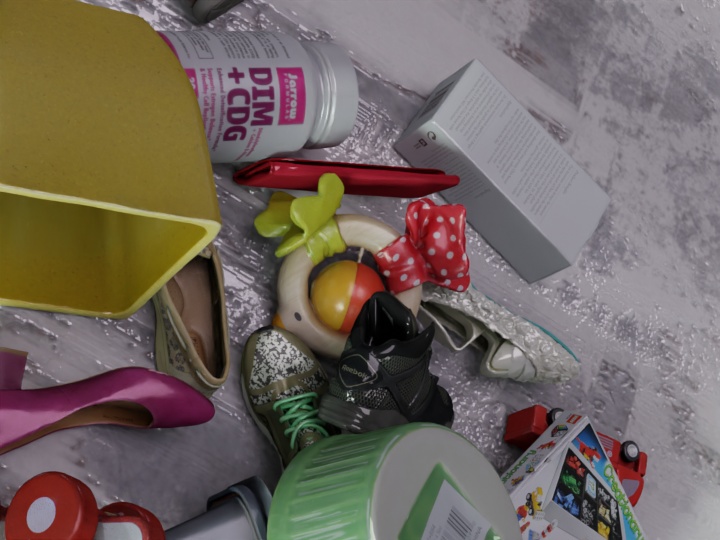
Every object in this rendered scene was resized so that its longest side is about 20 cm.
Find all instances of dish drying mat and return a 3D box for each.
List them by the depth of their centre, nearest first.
[{"bbox_3d":[-0.011,-0.084,1.366,0.199,0.077,0.018,1,81,-32],"label":"dish drying mat"}]

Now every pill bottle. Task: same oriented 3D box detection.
[{"bbox_3d":[-0.108,-0.150,1.304,0.199,0.113,0.114,-6,77,-34],"label":"pill bottle"}]

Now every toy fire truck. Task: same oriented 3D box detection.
[{"bbox_3d":[-0.231,0.234,1.048,0.112,0.199,0.169,41,51,-57],"label":"toy fire truck"},{"bbox_3d":[0.177,0.204,1.402,0.199,0.049,0.142,25,62,-24],"label":"toy fire truck"}]

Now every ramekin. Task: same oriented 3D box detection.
[{"bbox_3d":[0.034,0.211,1.131,0.199,0.097,0.201,24,55,-39],"label":"ramekin"}]

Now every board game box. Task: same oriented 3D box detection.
[{"bbox_3d":[0.194,0.243,1.357,0.126,0.035,0.201,-41,117,-26],"label":"board game box"}]

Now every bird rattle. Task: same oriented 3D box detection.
[{"bbox_3d":[0.000,0.000,1.331,0.199,0.113,0.164,17,92,-20],"label":"bird rattle"}]

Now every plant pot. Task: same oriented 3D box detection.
[{"bbox_3d":[-0.237,-0.099,1.165,0.195,0.194,0.201,9,63,-30],"label":"plant pot"}]

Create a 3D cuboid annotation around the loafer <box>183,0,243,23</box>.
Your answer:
[{"bbox_3d":[-0.094,-0.303,1.399,0.063,0.072,0.200,49,57,1],"label":"loafer"}]

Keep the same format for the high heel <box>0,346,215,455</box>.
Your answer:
[{"bbox_3d":[-0.212,0.123,1.169,0.199,0.068,0.097,10,57,-14],"label":"high heel"}]

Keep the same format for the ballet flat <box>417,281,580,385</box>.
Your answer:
[{"bbox_3d":[0.111,0.060,1.404,0.200,0.072,0.072,36,57,-8],"label":"ballet flat"}]

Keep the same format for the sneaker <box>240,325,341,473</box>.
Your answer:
[{"bbox_3d":[-0.041,0.137,1.250,0.077,0.089,0.201,-20,83,-14],"label":"sneaker"}]

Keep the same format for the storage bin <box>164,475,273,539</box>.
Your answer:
[{"bbox_3d":[-0.114,0.276,1.144,0.134,0.145,0.201,-17,83,-25],"label":"storage bin"}]

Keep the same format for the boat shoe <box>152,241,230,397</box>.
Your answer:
[{"bbox_3d":[-0.142,0.007,1.258,0.073,0.063,0.201,-6,76,-33],"label":"boat shoe"}]

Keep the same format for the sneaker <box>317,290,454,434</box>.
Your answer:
[{"bbox_3d":[0.040,0.084,1.285,0.199,0.076,0.115,15,96,-61],"label":"sneaker"}]

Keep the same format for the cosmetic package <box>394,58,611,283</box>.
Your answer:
[{"bbox_3d":[0.141,-0.096,1.471,0.200,0.071,0.102,45,55,-12],"label":"cosmetic package"}]
